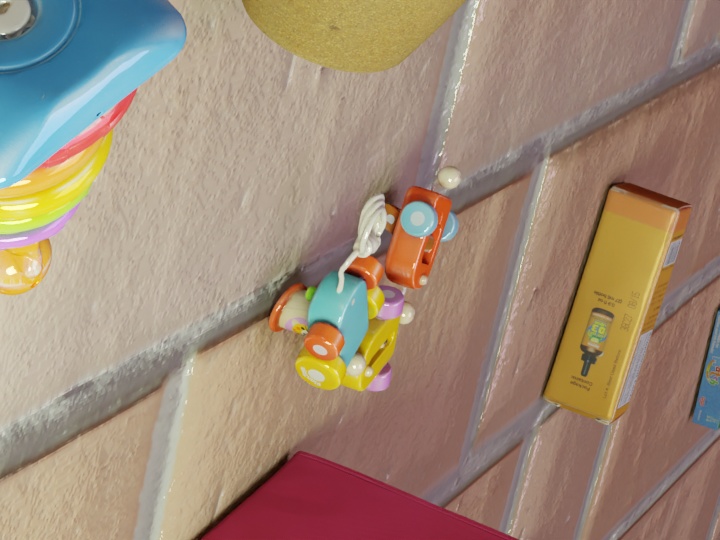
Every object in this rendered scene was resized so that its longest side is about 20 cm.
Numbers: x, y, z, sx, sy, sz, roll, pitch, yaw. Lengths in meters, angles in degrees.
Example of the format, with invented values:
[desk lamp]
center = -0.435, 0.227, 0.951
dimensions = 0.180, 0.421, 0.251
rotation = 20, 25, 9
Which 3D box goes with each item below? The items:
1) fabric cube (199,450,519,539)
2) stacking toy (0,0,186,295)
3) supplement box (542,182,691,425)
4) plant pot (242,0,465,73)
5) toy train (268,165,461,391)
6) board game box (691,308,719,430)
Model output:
[fabric cube]
center = -0.016, 0.265, 1.504
dimensions = 0.199, 0.196, 0.200
rotation = -39, 145, -56
[stacking toy]
center = -0.145, -0.050, 1.006
dimensions = 0.116, 0.110, 0.200
rotation = -42, 161, -25
[supplement box]
center = 0.224, 0.028, 2.116
dimensions = 0.069, 0.066, 0.200
rotation = -11, 120, -71
[plant pot]
center = 0.014, -0.203, 1.187
dimensions = 0.186, 0.186, 0.200
rotation = -44, 163, -52
[toy train]
center = 0.000, 0.000, 1.504
dimensions = 0.200, 0.056, 0.150
rotation = -3, 111, -73
[board game box]
center = 0.443, 0.072, 2.800
dimensions = 0.200, 0.037, 0.151
rotation = -44, 148, -53
